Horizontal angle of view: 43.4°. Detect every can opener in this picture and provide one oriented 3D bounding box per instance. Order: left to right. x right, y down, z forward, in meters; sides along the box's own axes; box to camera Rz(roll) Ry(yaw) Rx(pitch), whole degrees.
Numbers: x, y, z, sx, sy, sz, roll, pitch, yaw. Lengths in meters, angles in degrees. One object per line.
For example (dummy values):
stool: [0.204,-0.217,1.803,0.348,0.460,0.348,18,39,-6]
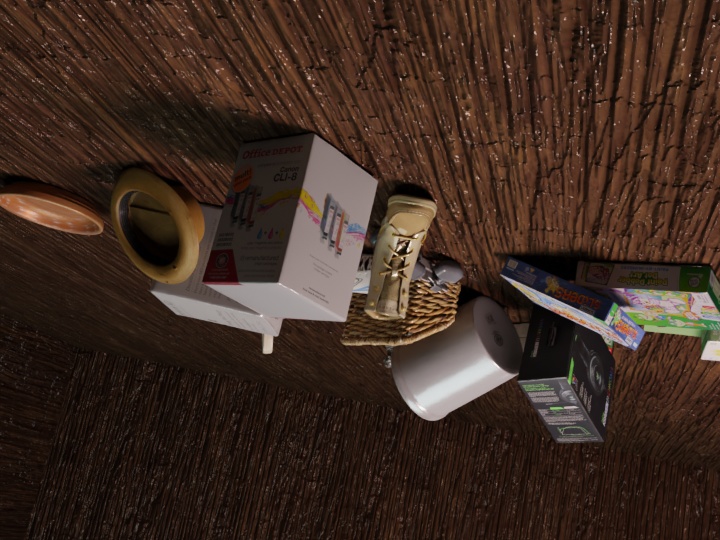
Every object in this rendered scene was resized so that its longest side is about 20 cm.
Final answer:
can opener: [0.097,-0.021,1.472,0.066,0.054,0.199,-33,142,23]

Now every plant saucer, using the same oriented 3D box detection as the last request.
plant saucer: [-0.570,-0.118,1.674,0.196,0.038,0.200,11,166,3]

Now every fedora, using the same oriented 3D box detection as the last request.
fedora: [-0.310,-0.079,1.436,0.198,0.205,0.081,1,-159,38]

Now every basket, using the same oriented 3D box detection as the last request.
basket: [0.079,0.081,1.636,0.141,0.152,0.198,23,161,-35]

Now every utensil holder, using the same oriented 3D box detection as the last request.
utensil holder: [0.183,0.164,1.691,0.198,0.173,0.168,-32,141,32]

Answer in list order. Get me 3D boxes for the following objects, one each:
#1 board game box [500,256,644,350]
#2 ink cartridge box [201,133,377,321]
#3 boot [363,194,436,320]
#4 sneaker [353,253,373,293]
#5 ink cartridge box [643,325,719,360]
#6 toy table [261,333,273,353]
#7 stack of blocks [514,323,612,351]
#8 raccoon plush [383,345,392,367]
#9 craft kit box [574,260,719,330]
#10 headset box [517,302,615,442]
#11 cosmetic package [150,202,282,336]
board game box: [0.326,0.049,1.396,0.198,0.035,0.135,28,176,44]
ink cartridge box: [-0.089,-0.054,1.182,0.143,0.204,0.144,-1,158,39]
boot: [0.053,-0.014,1.288,0.071,0.159,0.200,14,165,-7]
sneaker: [0.000,0.000,1.565,0.198,0.073,0.072,-8,148,46]
ink cartridge box: [0.577,0.113,1.513,0.195,0.049,0.146,2,163,17]
toy table: [-0.171,0.049,1.706,0.195,0.187,0.118,11,153,-6]
stack of blocks: [0.378,0.137,1.765,0.114,0.060,0.198,22,163,-32]
raccoon plush: [0.101,0.128,1.813,0.095,0.137,0.200,14,165,-3]
craft kit box: [0.451,0.040,1.382,0.194,0.050,0.199,6,164,35]
headset box: [0.355,0.166,1.554,0.091,0.176,0.201,-9,133,34]
cosmetic package: [-0.226,-0.001,1.554,0.196,0.170,0.168,12,166,8]
